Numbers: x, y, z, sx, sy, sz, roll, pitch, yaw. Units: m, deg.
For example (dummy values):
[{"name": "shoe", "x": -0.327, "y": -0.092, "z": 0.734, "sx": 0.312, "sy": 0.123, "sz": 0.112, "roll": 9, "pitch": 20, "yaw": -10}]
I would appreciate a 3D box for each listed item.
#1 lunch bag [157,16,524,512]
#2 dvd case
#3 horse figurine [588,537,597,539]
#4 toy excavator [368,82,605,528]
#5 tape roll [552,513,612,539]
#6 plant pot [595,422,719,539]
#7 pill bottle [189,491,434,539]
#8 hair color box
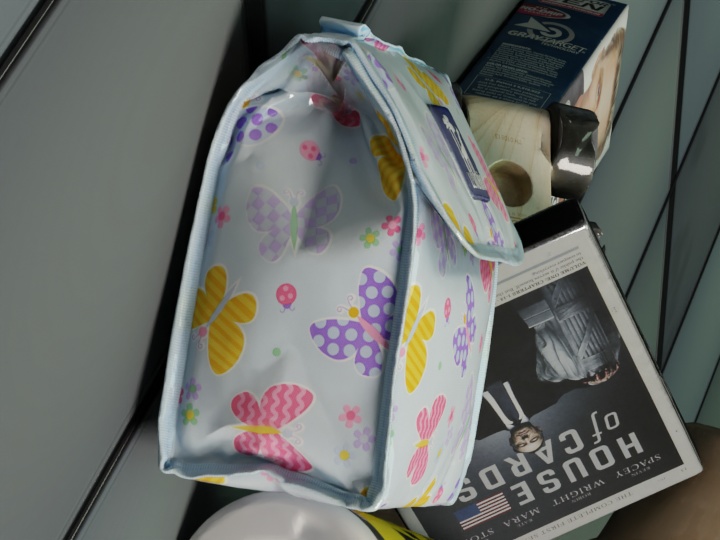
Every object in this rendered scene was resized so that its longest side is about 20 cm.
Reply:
[{"name": "lunch bag", "x": 0.000, "y": 0.000, "z": 1.214, "sx": 0.170, "sy": 0.127, "sz": 0.201, "roll": 19, "pitch": 79, "yaw": -75}, {"name": "dvd case", "x": 0.072, "y": 0.065, "z": 1.378, "sx": 0.025, "sy": 0.150, "sz": 0.200, "roll": -108, "pitch": 171, "yaw": -47}, {"name": "horse figurine", "x": 0.067, "y": 0.125, "z": 1.602, "sx": 0.200, "sy": 0.132, "sz": 0.050, "roll": -96, "pitch": 179, "yaw": -68}, {"name": "toy excavator", "x": 0.045, "y": 0.023, "z": 1.444, "sx": 0.200, "sy": 0.099, "sz": 0.195, "roll": 128, "pitch": -33, "yaw": -61}, {"name": "tape roll", "x": 0.116, "y": 0.216, "z": 1.727, "sx": 0.203, "sy": 0.139, "sz": 0.203, "roll": 22, "pitch": 90, "yaw": -85}, {"name": "plant pot", "x": 0.189, "y": 0.180, "z": 1.481, "sx": 0.200, "sy": 0.200, "sz": 0.175, "roll": 42, "pitch": 69, "yaw": -73}, {"name": "pill bottle", "x": -0.001, "y": 0.174, "z": 1.320, "sx": 0.200, "sy": 0.114, "sz": 0.115, "roll": 31, "pitch": 74, "yaw": -63}, {"name": "hair color box", "x": 0.096, "y": -0.079, "z": 1.601, "sx": 0.200, "sy": 0.060, "sz": 0.100, "roll": -54, "pitch": 154, "yaw": -55}]
